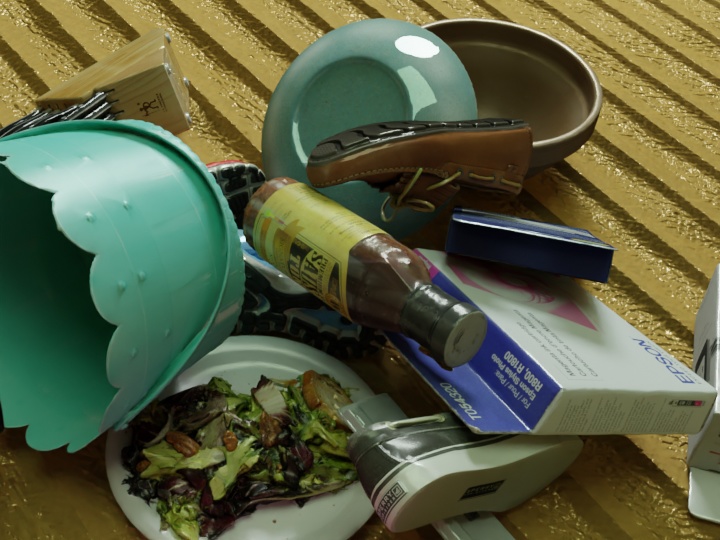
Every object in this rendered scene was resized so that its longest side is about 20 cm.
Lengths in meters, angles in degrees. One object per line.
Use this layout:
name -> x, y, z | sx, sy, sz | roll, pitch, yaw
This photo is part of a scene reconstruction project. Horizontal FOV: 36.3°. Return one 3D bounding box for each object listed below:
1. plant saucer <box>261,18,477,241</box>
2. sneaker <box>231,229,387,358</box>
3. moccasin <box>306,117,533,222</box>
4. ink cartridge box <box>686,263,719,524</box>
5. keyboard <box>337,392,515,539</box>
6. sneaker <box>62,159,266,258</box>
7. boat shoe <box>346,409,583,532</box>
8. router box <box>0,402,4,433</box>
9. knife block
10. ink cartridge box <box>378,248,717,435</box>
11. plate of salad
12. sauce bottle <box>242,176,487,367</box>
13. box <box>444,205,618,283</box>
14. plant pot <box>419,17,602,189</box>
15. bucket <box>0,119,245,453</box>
plant saucer -> -0.002, -0.120, 0.917 | 0.199, 0.039, 0.203 | -4, 79, 21
sneaker -> -0.067, 0.004, 0.861 | 0.198, 0.079, 0.090 | 19, 35, 0
moccasin -> 0.047, -0.074, 0.831 | 0.200, 0.079, 0.073 | -9, 13, -42
ink cartridge box -> 0.307, 0.095, 0.805 | 0.115, 0.067, 0.201 | 14, 44, 6
keyboard -> 0.063, 0.157, 0.717 | 0.200, 0.011, 0.056 | 48, 26, 23
sneaker -> -0.172, -0.056, 0.900 | 0.199, 0.078, 0.085 | -19, 42, -26
boat shoe -> 0.073, 0.115, 0.708 | 0.199, 0.071, 0.064 | 4, 40, -49
router box -> -0.328, 0.100, 0.621 | 0.148, 0.051, 0.200 | 27, 45, 19
knife block -> -0.241, -0.137, 0.970 | 0.174, 0.064, 0.200 | -20, 27, 0
ink cartridge box -> 0.115, 0.046, 0.772 | 0.199, 0.044, 0.196 | 7, 24, -33
plate of salad -> -0.075, 0.113, 0.754 | 0.198, 0.048, 0.201 | 4, 45, -4
sauce bottle -> 0.000, 0.000, 0.744 | 0.066, 0.066, 0.199 | -28, 42, -31
box -> 0.127, -0.022, 0.850 | 0.120, 0.033, 0.200 | 11, 6, 5
plant pot -> 0.113, -0.139, 1.004 | 0.199, 0.093, 0.202 | 3, 43, -3
bucket -> -0.183, 0.000, 0.729 | 0.206, 0.208, 0.134 | 32, 37, 24
